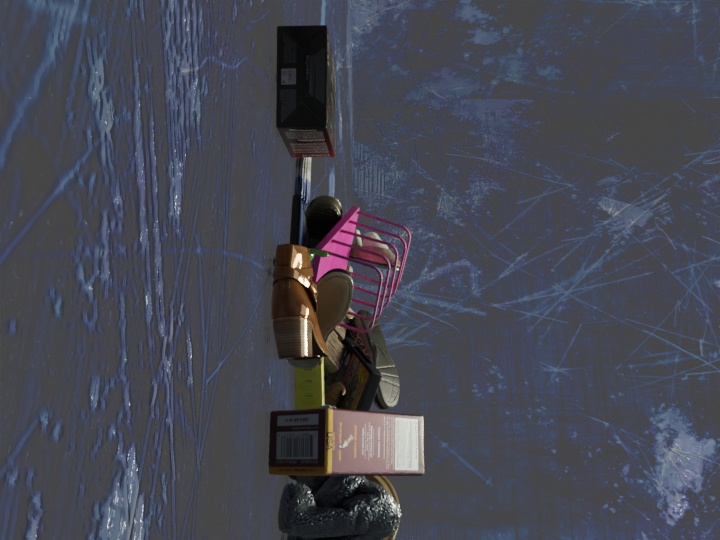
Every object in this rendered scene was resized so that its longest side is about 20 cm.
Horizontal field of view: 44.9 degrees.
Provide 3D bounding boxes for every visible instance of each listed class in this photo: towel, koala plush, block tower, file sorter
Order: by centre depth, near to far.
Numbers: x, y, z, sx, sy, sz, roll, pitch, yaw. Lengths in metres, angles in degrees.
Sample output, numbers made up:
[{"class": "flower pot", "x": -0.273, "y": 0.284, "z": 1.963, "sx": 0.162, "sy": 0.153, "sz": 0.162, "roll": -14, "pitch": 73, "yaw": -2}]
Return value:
[{"class": "koala plush", "x": -0.042, "y": 0.325, "z": 1.353, "sx": 0.178, "sy": 0.183, "sz": 0.200, "roll": 89, "pitch": -10, "yaw": -49}, {"class": "towel", "x": -0.098, "y": -0.215, "z": 1.521, "sx": 0.147, "sy": 0.024, "sz": 0.201, "roll": -96, "pitch": -172, "yaw": -86}, {"class": "file sorter", "x": 0.000, "y": 0.000, "z": 1.522, "sx": 0.200, "sy": 0.125, "sz": 0.139, "roll": -53, "pitch": 158, "yaw": -60}, {"class": "block tower", "x": -0.067, "y": 0.127, "z": 1.610, "sx": 0.054, "sy": 0.058, "sz": 0.200, "roll": 50, "pitch": 17, "yaw": -15}]

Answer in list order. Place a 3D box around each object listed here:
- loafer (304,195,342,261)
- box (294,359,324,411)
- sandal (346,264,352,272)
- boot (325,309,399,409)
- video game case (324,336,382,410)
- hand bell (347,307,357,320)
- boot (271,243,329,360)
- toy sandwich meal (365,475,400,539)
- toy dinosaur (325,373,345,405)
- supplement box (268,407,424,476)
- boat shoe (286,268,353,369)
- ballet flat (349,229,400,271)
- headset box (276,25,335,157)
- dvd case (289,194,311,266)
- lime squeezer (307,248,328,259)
[{"class": "loafer", "x": -0.074, "y": -0.085, "z": 1.614, "sx": 0.200, "sy": 0.076, "sz": 0.068, "roll": 107, "pitch": -15, "yaw": -60}, {"class": "box", "x": -0.086, "y": 0.233, "z": 1.483, "sx": 0.075, "sy": 0.050, "sz": 0.201, "roll": -96, "pitch": -175, "yaw": -77}, {"class": "sandal", "x": -0.071, "y": 0.037, "z": 1.650, "sx": 0.059, "sy": 0.079, "sz": 0.207, "roll": 48, "pitch": 28, "yaw": -16}, {"class": "boot", "x": -0.014, "y": 0.197, "z": 1.688, "sx": 0.073, "sy": 0.154, "sz": 0.204, "roll": 20, "pitch": 44, "yaw": -49}, {"class": "video game case", "x": -0.031, "y": 0.243, "z": 1.583, "sx": 0.201, "sy": 0.025, "sz": 0.181, "roll": -69, "pitch": -158, "yaw": 10}, {"class": "hand bell", "x": -0.073, "y": 0.010, "z": 1.771, "sx": 0.104, "sy": 0.104, "sz": 0.201, "roll": 73, "pitch": 4, "yaw": -84}, {"class": "boot", "x": -0.091, "y": 0.047, "z": 1.228, "sx": 0.200, "sy": 0.076, "sz": 0.156, "roll": 36, "pitch": 49, "yaw": -79}, {"class": "toy sandwich meal", "x": -0.021, "y": 0.418, "z": 1.422, "sx": 0.070, "sy": 0.204, "sz": 0.206, "roll": 62, "pitch": 23, "yaw": -50}, {"class": "toy dinosaur", "x": -0.054, "y": 0.223, "z": 1.565, "sx": 0.106, "sy": 0.060, "sz": 0.200, "roll": 67, "pitch": -32, "yaw": 31}, {"class": "supplement box", "x": -0.015, "y": 0.236, "z": 1.192, "sx": 0.200, "sy": 0.110, "sz": 0.086, "roll": 14, "pitch": 72, "yaw": -46}, {"class": "boat shoe", "x": -0.064, "y": 0.063, "z": 1.330, "sx": 0.068, "sy": 0.072, "sz": 0.200, "roll": -81, "pitch": -166, "yaw": -50}, {"class": "ballet flat", "x": -0.001, "y": -0.044, "z": 1.679, "sx": 0.068, "sy": 0.199, "sz": 0.068, "roll": 13, "pitch": 88, "yaw": -55}, {"class": "headset box", "x": -0.078, "y": -0.259, "z": 1.310, "sx": 0.200, "sy": 0.077, "sz": 0.150, "roll": 65, "pitch": 25, "yaw": -82}, {"class": "dvd case", "x": -0.102, "y": -0.018, "z": 1.489, "sx": 0.200, "sy": 0.017, "sz": 0.143, "roll": 85, "pitch": 5, "yaw": -63}, {"class": "lime squeezer", "x": -0.089, "y": -0.005, "z": 1.297, "sx": 0.200, "sy": 0.038, "sz": 0.071, "roll": 125, "pitch": -27, "yaw": -56}]
